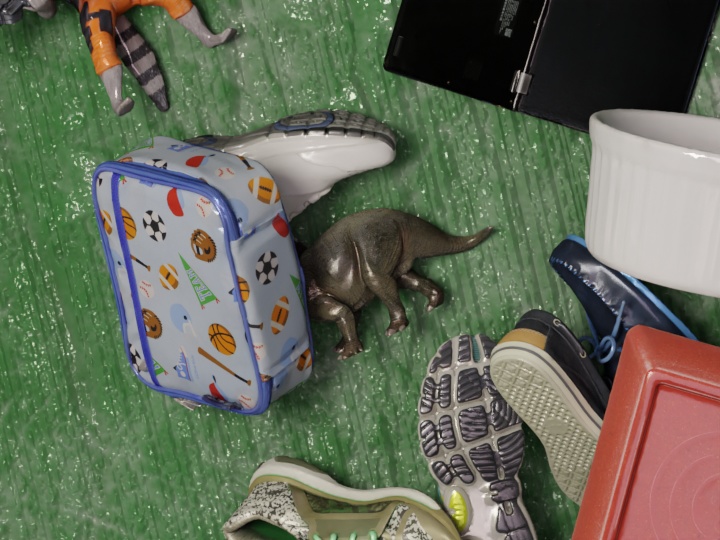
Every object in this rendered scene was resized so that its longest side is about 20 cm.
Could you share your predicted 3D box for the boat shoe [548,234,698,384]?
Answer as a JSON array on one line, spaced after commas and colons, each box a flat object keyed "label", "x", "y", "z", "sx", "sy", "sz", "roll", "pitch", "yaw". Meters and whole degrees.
[{"label": "boat shoe", "x": 0.204, "y": 0.061, "z": 1.659, "sx": 0.069, "sy": 0.084, "sz": 0.200, "roll": -44, "pitch": 83, "yaw": -3}]

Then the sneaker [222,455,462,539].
[{"label": "sneaker", "x": -0.015, "y": 0.201, "z": 1.670, "sx": 0.199, "sy": 0.089, "sz": 0.077, "roll": 11, "pitch": 122, "yaw": 32}]

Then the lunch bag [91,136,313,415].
[{"label": "lunch bag", "x": -0.118, "y": 0.008, "z": 1.664, "sx": 0.159, "sy": 0.075, "sz": 0.202, "roll": 14, "pitch": 123, "yaw": 36}]

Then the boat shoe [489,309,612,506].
[{"label": "boat shoe", "x": 0.159, "y": 0.106, "z": 1.650, "sx": 0.074, "sy": 0.062, "sz": 0.200, "roll": -9, "pitch": 130, "yaw": 37}]

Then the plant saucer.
[{"label": "plant saucer", "x": 0.253, "y": 0.160, "z": 1.576, "sx": 0.198, "sy": 0.037, "sz": 0.201, "roll": 16, "pitch": 98, "yaw": 11}]

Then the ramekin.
[{"label": "ramekin", "x": 0.249, "y": -0.045, "z": 1.594, "sx": 0.199, "sy": 0.200, "sz": 0.099, "roll": 11, "pitch": 101, "yaw": 8}]

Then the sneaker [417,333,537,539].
[{"label": "sneaker", "x": 0.083, "y": 0.145, "z": 1.684, "sx": 0.077, "sy": 0.080, "sz": 0.202, "roll": -7, "pitch": 95, "yaw": -1}]

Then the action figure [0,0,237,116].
[{"label": "action figure", "x": -0.219, "y": -0.194, "z": 1.708, "sx": 0.200, "sy": 0.105, "sz": 0.194, "roll": -40, "pitch": 81, "yaw": -16}]

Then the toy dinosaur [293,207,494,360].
[{"label": "toy dinosaur", "x": 0.000, "y": 0.000, "z": 1.693, "sx": 0.199, "sy": 0.077, "sz": 0.103, "roll": -26, "pitch": 95, "yaw": 12}]

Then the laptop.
[{"label": "laptop", "x": 0.148, "y": -0.205, "z": 1.693, "sx": 0.199, "sy": 0.116, "sz": 0.189, "roll": 21, "pitch": 96, "yaw": 36}]

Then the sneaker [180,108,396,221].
[{"label": "sneaker", "x": -0.065, "y": -0.067, "z": 1.712, "sx": 0.198, "sy": 0.075, "sz": 0.088, "roll": -11, "pitch": 103, "yaw": 16}]
